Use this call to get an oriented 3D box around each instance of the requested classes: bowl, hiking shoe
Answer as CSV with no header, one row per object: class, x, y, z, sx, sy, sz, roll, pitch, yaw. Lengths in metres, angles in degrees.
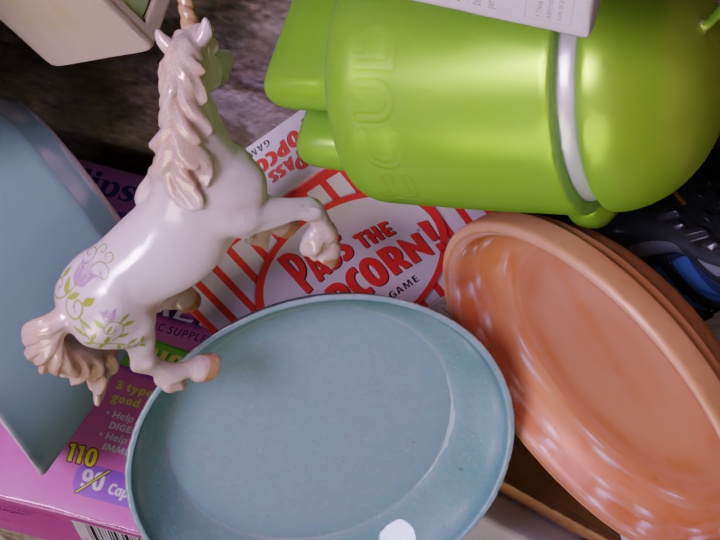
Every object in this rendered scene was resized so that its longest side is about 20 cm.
bowl,-0.178,-0.009,0.967,0.201,0.105,0.201,48,168,14
hiking shoe,0.166,-0.009,0.951,0.200,0.074,0.087,10,144,38

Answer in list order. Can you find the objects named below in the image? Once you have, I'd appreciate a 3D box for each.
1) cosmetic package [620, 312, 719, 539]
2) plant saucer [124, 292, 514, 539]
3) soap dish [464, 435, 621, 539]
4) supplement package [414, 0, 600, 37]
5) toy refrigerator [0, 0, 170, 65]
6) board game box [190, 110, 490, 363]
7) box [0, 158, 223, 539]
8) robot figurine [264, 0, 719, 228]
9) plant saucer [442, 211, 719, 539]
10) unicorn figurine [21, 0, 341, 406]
cosmetic package,0.190,0.120,1.026,0.102,0.200,0.074,-4,161,-23
plant saucer,-0.022,0.086,0.996,0.200,0.036,0.200,-7,123,-10
soap dish,0.039,0.130,1.189,0.200,0.081,0.157,32,145,-35
supplement package,0.000,-0.177,0.679,0.200,0.117,0.117,13,154,6
toy refrigerator,-0.156,-0.177,0.820,0.070,0.076,0.200,-4,146,36
board game box,0.000,0.000,1.008,0.151,0.046,0.200,-35,138,6
box,-0.138,0.053,1.104,0.176,0.200,0.097,15,160,4
robot figurine,0.064,-0.083,0.824,0.200,0.116,0.176,3,145,25
plant saucer,0.119,0.051,0.930,0.200,0.037,0.200,44,158,24
unicorn figurine,-0.076,-0.023,0.862,0.074,0.200,0.137,34,-178,37
